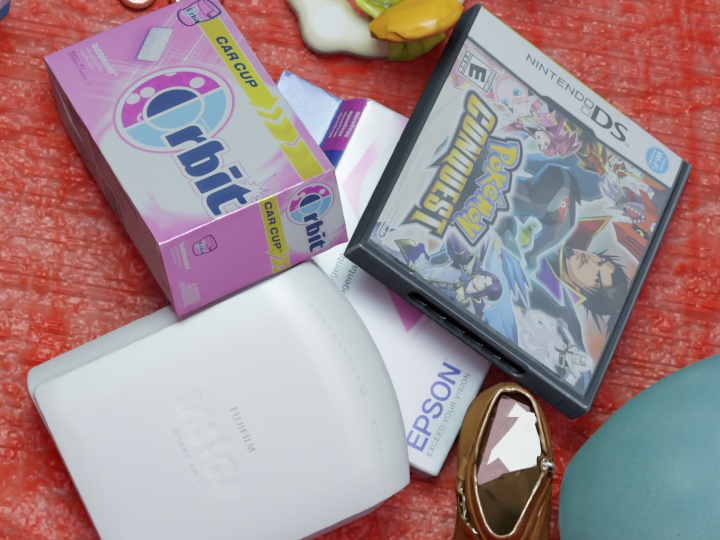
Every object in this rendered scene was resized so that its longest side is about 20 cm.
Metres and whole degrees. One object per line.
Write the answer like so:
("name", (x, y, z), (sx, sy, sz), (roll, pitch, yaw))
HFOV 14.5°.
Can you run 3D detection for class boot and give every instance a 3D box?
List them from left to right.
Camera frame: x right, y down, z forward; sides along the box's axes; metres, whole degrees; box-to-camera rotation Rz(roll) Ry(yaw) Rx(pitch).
("boot", (0.086, 0.167, 1.706), (0.073, 0.155, 0.201), (-5, 82, -2))

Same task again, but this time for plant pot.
("plant pot", (0.200, 0.151, 1.729), (0.134, 0.200, 0.201), (-9, 82, 28))

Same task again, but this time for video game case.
("video game case", (0.102, -0.038, 1.752), (0.181, 0.025, 0.200), (36, 58, -16))

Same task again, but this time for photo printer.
("photo printer", (-0.078, 0.095, 1.707), (0.200, 0.069, 0.167), (-24, 97, 3))

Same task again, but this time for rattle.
("rattle", (0.010, -0.236, 1.763), (0.130, 0.143, 0.201), (4, 88, 10))

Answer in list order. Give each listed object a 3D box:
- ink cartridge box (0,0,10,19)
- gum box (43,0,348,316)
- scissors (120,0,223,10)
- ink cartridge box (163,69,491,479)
("ink cartridge box", (-0.267, -0.163, 1.673), (0.116, 0.200, 0.068), (-42, 91, -12))
("gum box", (-0.103, -0.077, 1.710), (0.113, 0.066, 0.200), (-24, 49, -12))
("scissors", (-0.096, -0.253, 1.807), (0.073, 0.014, 0.201), (20, 81, -4))
("ink cartridge box", (0.000, 0.000, 1.776), (0.200, 0.043, 0.197), (27, 80, -6))
